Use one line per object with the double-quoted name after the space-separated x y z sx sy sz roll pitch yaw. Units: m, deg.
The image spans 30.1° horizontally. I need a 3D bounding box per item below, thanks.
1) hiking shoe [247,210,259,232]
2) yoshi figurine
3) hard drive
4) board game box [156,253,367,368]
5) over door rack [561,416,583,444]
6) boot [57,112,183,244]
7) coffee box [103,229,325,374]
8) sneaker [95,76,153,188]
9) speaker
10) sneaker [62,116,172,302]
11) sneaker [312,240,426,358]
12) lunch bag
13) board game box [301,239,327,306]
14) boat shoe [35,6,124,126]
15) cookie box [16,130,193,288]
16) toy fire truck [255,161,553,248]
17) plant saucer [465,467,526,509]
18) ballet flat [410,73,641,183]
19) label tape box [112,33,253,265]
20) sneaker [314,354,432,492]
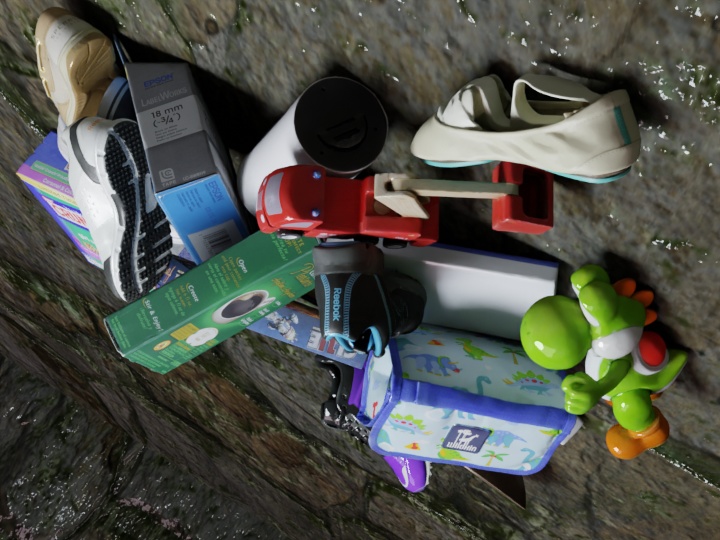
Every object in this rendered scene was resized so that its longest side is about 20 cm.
-0.126 -0.033 1.412 0.087 0.075 0.200 30 167 21 "hiking shoe"
0.193 0.074 1.128 0.112 0.112 0.200 26 157 41 "yoshi figurine"
0.074 0.015 1.200 0.199 0.025 0.132 10 155 10 "hard drive"
-0.101 0.040 1.363 0.199 0.035 0.135 22 -179 -24 "board game box"
0.118 0.134 1.444 0.148 0.067 0.200 43 159 -25 "over door rack"
-0.250 -0.105 1.463 0.200 0.074 0.096 34 166 0 "boot"
-0.119 0.021 1.206 0.044 0.199 0.123 61 -177 15 "coffee box"
-0.226 -0.110 1.368 0.079 0.079 0.200 20 141 6 "sneaker"
-0.045 -0.097 1.144 0.081 0.081 0.200 37 161 -8 "speaker"
-0.239 -0.063 1.310 0.080 0.074 0.201 19 126 34 "sneaker"
0.003 0.036 1.128 0.073 0.082 0.200 -2 166 20 "sneaker"
0.094 0.115 1.233 0.169 0.128 0.200 9 177 -7 "lunch bag"
0.000 0.000 1.347 0.151 0.046 0.200 27 159 18 "board game box"
-0.280 -0.198 1.315 0.069 0.074 0.200 44 160 6 "boat shoe"
-0.299 -0.062 1.641 0.171 0.075 0.200 24 157 30 "cookie box"
0.032 -0.053 1.024 0.199 0.049 0.141 5 169 -19 "toy fire truck"
0.126 0.216 1.620 0.200 0.037 0.200 36 175 3 "plant saucer"
0.106 -0.106 0.925 0.200 0.070 0.070 10 150 45 "ballet flat"
-0.164 -0.120 1.269 0.144 0.063 0.201 69 -178 -59 "label tape box"
0.005 0.168 1.526 0.201 0.099 0.070 66 158 9 "sneaker"
